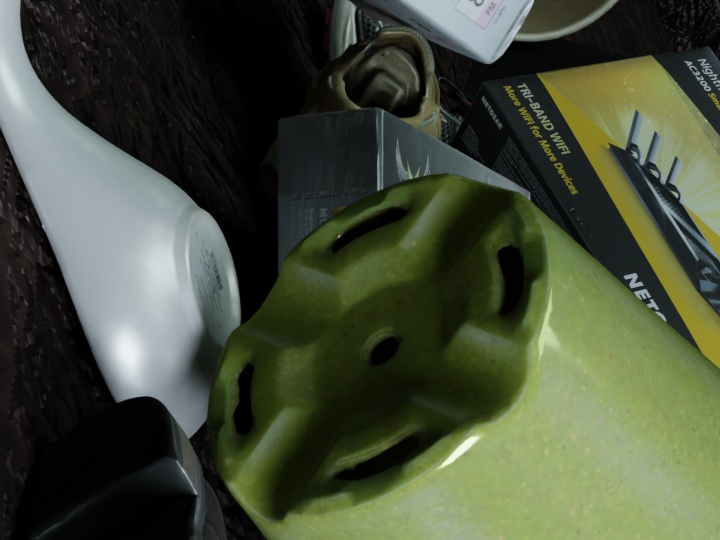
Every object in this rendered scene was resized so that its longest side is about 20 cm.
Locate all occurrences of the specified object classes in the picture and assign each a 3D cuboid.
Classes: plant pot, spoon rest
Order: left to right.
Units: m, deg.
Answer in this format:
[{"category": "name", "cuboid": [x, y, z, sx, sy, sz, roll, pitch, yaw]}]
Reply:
[{"category": "spoon rest", "cuboid": [-0.088, -0.035, 0.720, 0.099, 0.060, 0.202, -53, 133, -71]}, {"category": "plant pot", "cuboid": [0.051, 0.072, 0.698, 0.184, 0.199, 0.201, 47, 24, -36]}]

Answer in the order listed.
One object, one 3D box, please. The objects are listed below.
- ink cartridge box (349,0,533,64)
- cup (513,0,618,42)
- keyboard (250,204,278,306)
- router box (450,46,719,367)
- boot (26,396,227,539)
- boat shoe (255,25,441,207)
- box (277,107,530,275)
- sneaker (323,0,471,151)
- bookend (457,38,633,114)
[{"category": "ink cartridge box", "cuboid": [-0.030, -0.178, 0.978, 0.199, 0.057, 0.162, 28, 4, -25]}, {"category": "cup", "cuboid": [0.069, -0.246, 1.301, 0.143, 0.200, 0.201, 14, -43, 60]}, {"category": "keyboard", "cuboid": [0.000, 0.000, 0.969, 0.105, 0.039, 0.200, 61, 18, -18]}, {"category": "router box", "cuboid": [0.161, -0.018, 1.060, 0.156, 0.052, 0.201, -12, 58, -32]}, {"category": "boot", "cuboid": [-0.032, 0.146, 0.605, 0.175, 0.069, 0.201, 58, 16, -27]}, {"category": "boat shoe", "cuboid": [0.012, -0.082, 0.998, 0.071, 0.076, 0.200, 31, 24, -3]}, {"category": "box", "cuboid": [0.025, 0.028, 0.897, 0.200, 0.048, 0.160, 21, 67, -67]}, {"category": "sneaker", "cuboid": [0.038, -0.075, 1.131, 0.081, 0.074, 0.201, 23, 45, -67]}, {"category": "bookend", "cuboid": [0.153, -0.066, 1.256, 0.200, 0.197, 0.093, -71, 175, -68]}]
